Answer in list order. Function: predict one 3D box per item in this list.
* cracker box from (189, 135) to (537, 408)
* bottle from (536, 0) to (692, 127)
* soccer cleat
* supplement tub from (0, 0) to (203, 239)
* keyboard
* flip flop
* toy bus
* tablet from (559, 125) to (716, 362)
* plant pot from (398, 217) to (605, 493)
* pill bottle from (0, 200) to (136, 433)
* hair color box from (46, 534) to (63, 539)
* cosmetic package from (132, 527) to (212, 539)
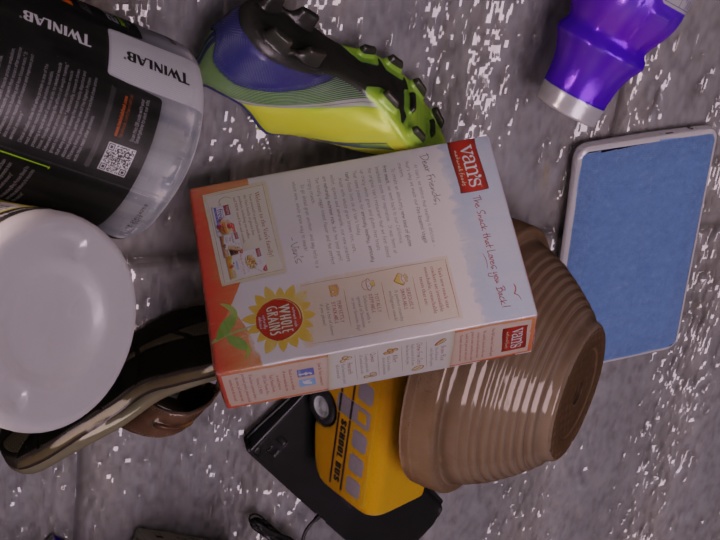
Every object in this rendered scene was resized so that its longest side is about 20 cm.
[{"bbox_3d":[0.000,0.000,0.875,0.199,0.135,0.058,-10,151,-2],"label":"cracker box"},{"bbox_3d":[0.185,-0.194,0.925,0.065,0.084,0.201,17,107,-34],"label":"bottle"},{"bbox_3d":[-0.022,-0.109,0.894,0.084,0.065,0.200,-33,139,31],"label":"soccer cleat"},{"bbox_3d":[-0.197,-0.100,0.758,0.199,0.123,0.123,19,107,-35],"label":"supplement tub"},{"bbox_3d":[-0.025,0.178,1.071,0.127,0.021,0.200,-46,127,-5],"label":"keyboard"},{"bbox_3d":[-0.142,0.085,0.919,0.199,0.081,0.058,-29,122,-5],"label":"flip flop"},{"bbox_3d":[0.015,0.068,0.983,0.065,0.078,0.201,-16,125,-38],"label":"toy bus"},{"bbox_3d":[0.210,-0.015,1.086,0.130,0.014,0.201,-10,122,-23],"label":"tablet"},{"bbox_3d":[0.112,0.070,0.972,0.201,0.092,0.202,-48,148,-44],"label":"plant pot"},{"bbox_3d":[-0.226,0.014,0.748,0.114,0.199,0.115,-13,108,-47],"label":"pill bottle"},{"bbox_3d":[-0.251,0.297,0.967,0.200,0.109,0.065,-47,127,3],"label":"hair color box"},{"bbox_3d":[-0.140,0.302,1.002,0.087,0.103,0.201,16,95,-30],"label":"cosmetic package"}]
